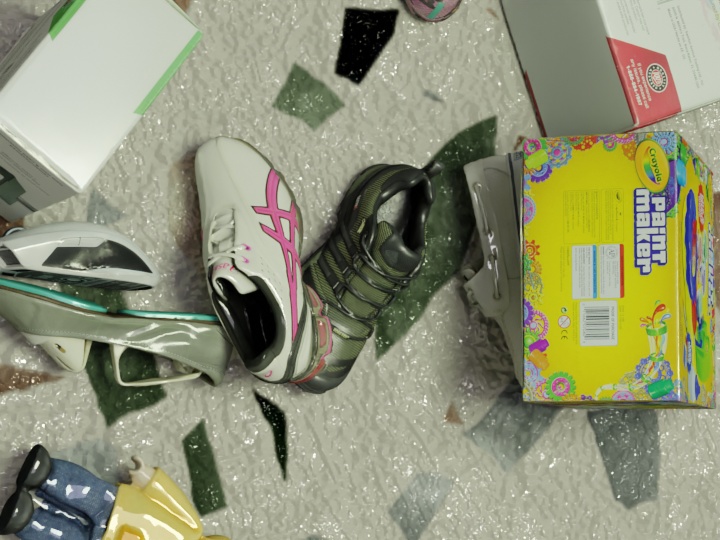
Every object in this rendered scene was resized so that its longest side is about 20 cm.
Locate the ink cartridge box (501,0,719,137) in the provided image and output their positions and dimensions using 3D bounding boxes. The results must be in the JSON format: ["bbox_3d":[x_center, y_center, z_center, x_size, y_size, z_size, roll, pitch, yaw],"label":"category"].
[{"bbox_3d":[0.252,-0.201,1.396,0.199,0.145,0.146,-19,91,-23],"label":"ink cartridge box"}]

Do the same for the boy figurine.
[{"bbox_3d":[-0.166,0.205,1.222,0.199,0.064,0.125,29,72,-14],"label":"boy figurine"}]

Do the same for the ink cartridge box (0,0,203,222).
[{"bbox_3d":[-0.210,-0.122,1.165,0.084,0.200,0.146,40,71,-17],"label":"ink cartridge box"}]

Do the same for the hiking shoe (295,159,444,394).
[{"bbox_3d":[0.000,0.000,1.292,0.075,0.101,0.201,27,75,-17],"label":"hiking shoe"}]

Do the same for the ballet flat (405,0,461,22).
[{"bbox_3d":[0.082,-0.304,1.376,0.069,0.071,0.201,16,78,-20],"label":"ballet flat"}]

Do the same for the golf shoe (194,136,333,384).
[{"bbox_3d":[-0.082,-0.013,1.247,0.072,0.092,0.201,-26,76,20],"label":"golf shoe"}]

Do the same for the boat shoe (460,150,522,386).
[{"bbox_3d":[0.118,0.005,1.366,0.069,0.071,0.201,-6,98,9],"label":"boat shoe"}]

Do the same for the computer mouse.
[{"bbox_3d":[-0.238,-0.018,1.205,0.199,0.109,0.044,8,80,-31],"label":"computer mouse"}]

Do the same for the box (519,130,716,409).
[{"bbox_3d":[0.207,0.007,1.316,0.121,0.193,0.201,-2,84,20],"label":"box"}]

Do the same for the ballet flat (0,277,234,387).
[{"bbox_3d":[-0.189,0.051,1.228,0.199,0.067,0.064,11,89,-21],"label":"ballet flat"}]
